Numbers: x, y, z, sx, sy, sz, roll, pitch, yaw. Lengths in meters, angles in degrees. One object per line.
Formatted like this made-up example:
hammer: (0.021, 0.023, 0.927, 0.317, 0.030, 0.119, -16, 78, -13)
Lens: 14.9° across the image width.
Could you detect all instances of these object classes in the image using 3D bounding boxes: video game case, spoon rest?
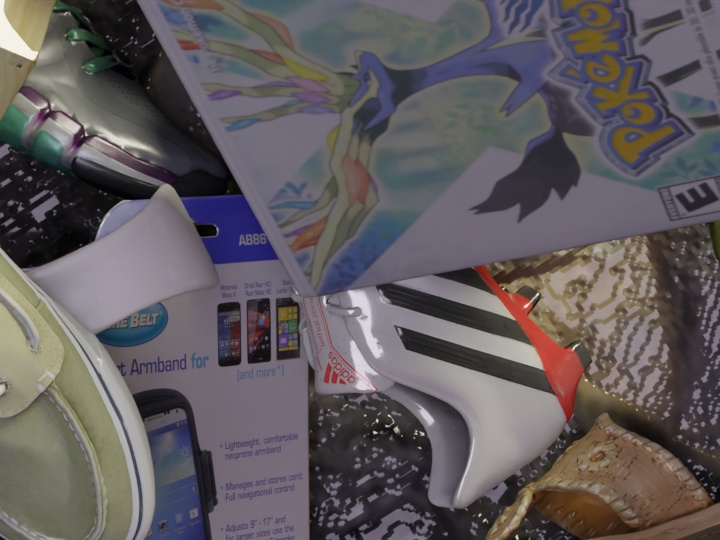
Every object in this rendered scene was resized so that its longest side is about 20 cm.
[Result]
video game case: (0.030, -0.076, 0.893, 0.182, 0.022, 0.200, -11, 136, 17)
spoon rest: (-0.146, 0.033, 0.942, 0.200, 0.061, 0.099, -28, 93, 3)

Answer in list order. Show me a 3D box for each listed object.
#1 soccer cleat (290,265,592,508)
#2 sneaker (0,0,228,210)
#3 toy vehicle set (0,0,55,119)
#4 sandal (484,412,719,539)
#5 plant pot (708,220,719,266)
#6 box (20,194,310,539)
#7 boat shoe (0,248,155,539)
soccer cleat: (0.000, 0.000, 1.017, 0.085, 0.069, 0.200, -46, 105, -21)
sneaker: (-0.129, -0.095, 1.043, 0.200, 0.074, 0.088, 27, 92, 4)
toy vehicle set: (-0.121, -0.119, 0.954, 0.027, 0.124, 0.200, 23, 53, -15)
sandal: (0.109, 0.086, 1.045, 0.212, 0.078, 0.070, -11, 62, 0)
plant pot: (0.229, -0.008, 0.967, 0.190, 0.200, 0.200, -18, 92, 18)
box: (-0.073, 0.073, 1.028, 0.041, 0.119, 0.200, 1, 93, 45)
boat shoe: (-0.135, 0.021, 0.875, 0.072, 0.062, 0.200, -29, 107, 15)
